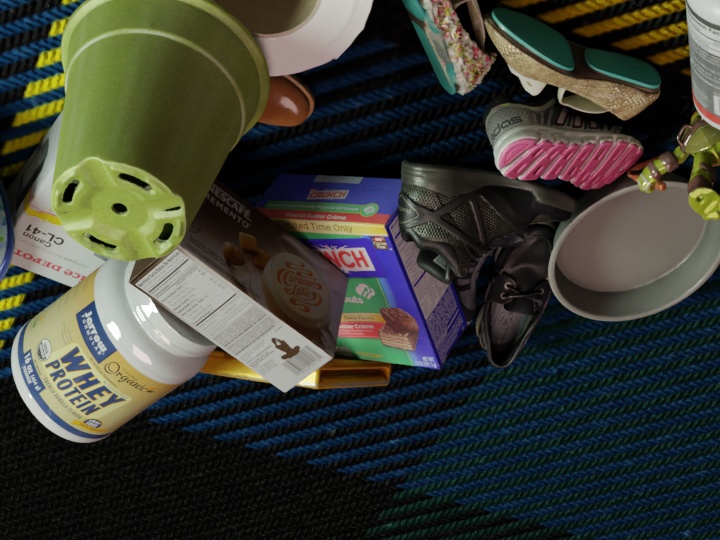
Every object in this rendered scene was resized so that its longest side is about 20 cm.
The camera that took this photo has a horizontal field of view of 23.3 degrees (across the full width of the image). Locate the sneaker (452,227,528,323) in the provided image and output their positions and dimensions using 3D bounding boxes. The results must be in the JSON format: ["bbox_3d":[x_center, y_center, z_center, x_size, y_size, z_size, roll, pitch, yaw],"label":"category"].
[{"bbox_3d":[0.125,-0.020,1.840,0.112,0.076,0.201,-8,134,11],"label":"sneaker"}]

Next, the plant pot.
[{"bbox_3d":[-0.192,-0.116,1.552,0.197,0.191,0.201,6,138,5],"label":"plant pot"}]

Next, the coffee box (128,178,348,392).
[{"bbox_3d":[-0.115,0.009,1.699,0.199,0.115,0.080,37,128,-22],"label":"coffee box"}]

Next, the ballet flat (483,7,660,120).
[{"bbox_3d":[0.194,-0.189,1.671,0.198,0.071,0.065,20,130,-19],"label":"ballet flat"}]

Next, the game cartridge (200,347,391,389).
[{"bbox_3d":[-0.091,0.100,1.884,0.198,0.033,0.176,7,-179,26],"label":"game cartridge"}]

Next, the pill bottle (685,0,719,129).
[{"bbox_3d":[0.357,-0.232,1.597,0.114,0.117,0.201,-8,136,7],"label":"pill bottle"}]

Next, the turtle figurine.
[{"bbox_3d":[0.351,-0.125,1.694,0.198,0.162,0.065,-26,117,13],"label":"turtle figurine"}]

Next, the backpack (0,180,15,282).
[{"bbox_3d":[-0.430,-0.047,1.727,0.146,0.185,0.200,5,144,-41],"label":"backpack"}]

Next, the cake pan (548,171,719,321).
[{"bbox_3d":[0.290,-0.029,1.844,0.198,0.037,0.202,-8,136,-8],"label":"cake pan"}]

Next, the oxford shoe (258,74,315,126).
[{"bbox_3d":[-0.137,-0.170,1.682,0.198,0.072,0.072,15,133,-19],"label":"oxford shoe"}]

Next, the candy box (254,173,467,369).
[{"bbox_3d":[0.000,0.000,1.802,0.167,0.077,0.201,5,134,33],"label":"candy box"}]

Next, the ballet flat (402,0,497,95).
[{"bbox_3d":[0.074,-0.247,1.619,0.064,0.076,0.201,-35,138,-4],"label":"ballet flat"}]

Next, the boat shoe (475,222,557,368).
[{"bbox_3d":[0.171,0.031,1.902,0.074,0.067,0.200,12,135,-13],"label":"boat shoe"}]

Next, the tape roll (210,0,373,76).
[{"bbox_3d":[-0.085,-0.273,1.575,0.200,0.071,0.204,-1,136,-1],"label":"tape roll"}]

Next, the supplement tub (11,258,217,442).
[{"bbox_3d":[-0.240,0.069,1.755,0.199,0.145,0.144,-35,128,29],"label":"supplement tub"}]

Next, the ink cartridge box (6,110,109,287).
[{"bbox_3d":[-0.263,-0.076,1.765,0.146,0.086,0.200,23,130,-24],"label":"ink cartridge box"}]

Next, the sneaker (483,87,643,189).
[{"bbox_3d":[0.198,-0.136,1.728,0.198,0.088,0.074,1,140,-38],"label":"sneaker"}]

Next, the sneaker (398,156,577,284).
[{"bbox_3d":[0.120,-0.046,1.724,0.197,0.076,0.116,3,103,-32],"label":"sneaker"}]
